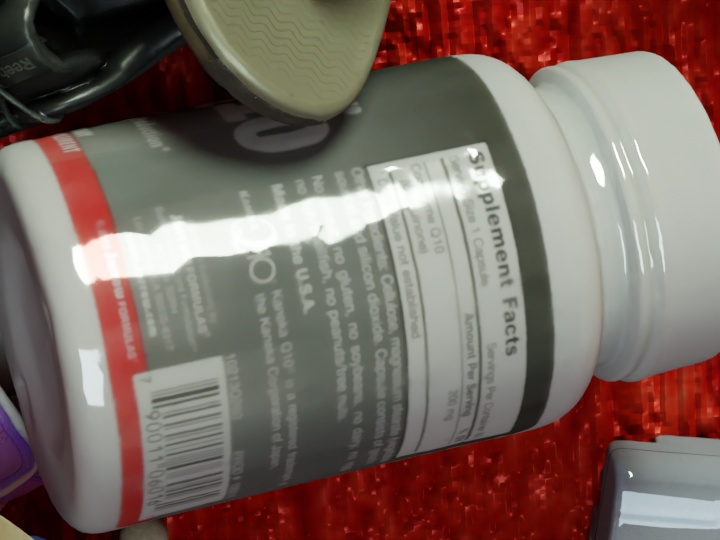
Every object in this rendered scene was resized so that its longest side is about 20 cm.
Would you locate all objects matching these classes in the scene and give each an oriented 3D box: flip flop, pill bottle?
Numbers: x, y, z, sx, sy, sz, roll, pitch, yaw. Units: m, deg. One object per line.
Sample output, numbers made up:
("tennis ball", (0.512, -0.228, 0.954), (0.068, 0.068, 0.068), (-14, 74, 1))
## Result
("flip flop", (0.004, -0.137, 0.731), (0.081, 0.058, 0.200), (27, 79, -31))
("pill bottle", (0.000, 0.000, 0.791), (0.200, 0.114, 0.114), (-13, 116, -16))

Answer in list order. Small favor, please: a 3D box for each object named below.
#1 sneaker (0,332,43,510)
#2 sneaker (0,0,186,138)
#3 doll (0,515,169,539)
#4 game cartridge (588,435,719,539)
("sneaker", (-0.139, 0.088, 0.852), (0.114, 0.073, 0.201), (-1, 116, 8))
("sneaker", (-0.113, -0.069, 0.782), (0.200, 0.091, 0.076), (-29, 115, 11))
("doll", (-0.107, 0.128, 0.836), (0.048, 0.200, 0.136), (42, 83, 16))
("game cartridge", (0.135, 0.153, 0.931), (0.133, 0.041, 0.200), (3, 115, -9))
